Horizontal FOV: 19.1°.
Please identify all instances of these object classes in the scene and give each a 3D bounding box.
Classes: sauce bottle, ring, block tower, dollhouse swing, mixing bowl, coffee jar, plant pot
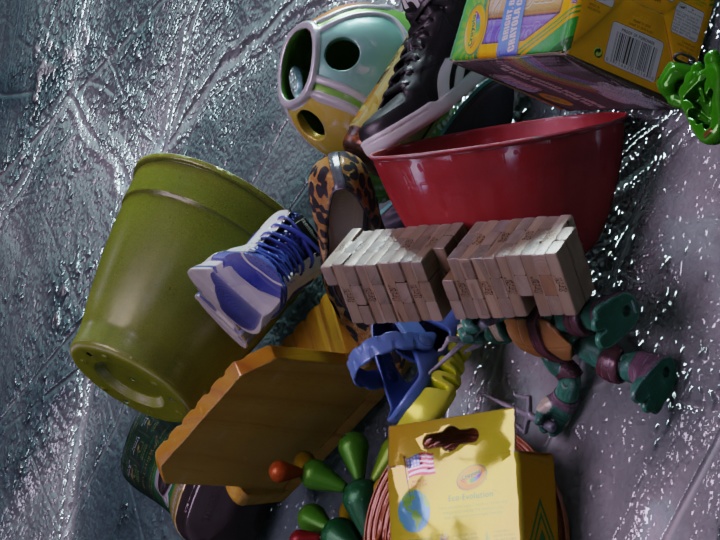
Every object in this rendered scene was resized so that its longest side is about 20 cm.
[{"bbox_3d":[0.060,-0.172,1.825,0.200,0.066,0.066,-57,27,-13],"label":"sauce bottle"},{"bbox_3d":[0.076,0.215,1.666,0.200,0.019,0.201,-9,76,39],"label":"ring"},{"bbox_3d":[0.072,0.001,1.554,0.199,0.058,0.054,-2,32,34],"label":"block tower"},{"bbox_3d":[-0.089,0.087,1.884,0.200,0.175,0.182,-48,39,29],"label":"dollhouse swing"},{"bbox_3d":[0.114,-0.053,1.637,0.200,0.200,0.109,3,105,60],"label":"mixing bowl"},{"bbox_3d":[-0.157,0.197,2.069,0.200,0.085,0.105,33,103,60],"label":"coffee jar"},{"bbox_3d":[-0.167,0.029,1.981,0.200,0.200,0.193,-12,45,58],"label":"plant pot"}]

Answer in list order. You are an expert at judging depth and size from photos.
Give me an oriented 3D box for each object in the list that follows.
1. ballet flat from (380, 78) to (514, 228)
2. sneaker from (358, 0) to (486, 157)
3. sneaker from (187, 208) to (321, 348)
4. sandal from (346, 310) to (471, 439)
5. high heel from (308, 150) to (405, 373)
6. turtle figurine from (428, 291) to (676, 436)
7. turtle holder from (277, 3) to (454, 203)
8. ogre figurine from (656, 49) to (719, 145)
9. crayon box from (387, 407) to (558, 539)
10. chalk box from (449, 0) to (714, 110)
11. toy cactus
[{"bbox_3d":[0.080,-0.072,1.804,0.200,0.073,0.073,-50,38,28],"label":"ballet flat"},{"bbox_3d":[0.046,-0.184,1.749,0.200,0.112,0.073,-40,7,-31],"label":"sneaker"},{"bbox_3d":[-0.081,-0.006,1.821,0.115,0.081,0.199,-47,-1,-10],"label":"sneaker"},{"bbox_3d":[0.047,0.050,1.731,0.080,0.087,0.200,-54,6,35],"label":"sandal"},{"bbox_3d":[0.000,0.000,1.749,0.143,0.071,0.201,-81,-24,-84],"label":"high heel"},{"bbox_3d":[0.136,0.054,1.596,0.200,0.150,0.101,1,61,52],"label":"turtle figurine"},{"bbox_3d":[-0.007,-0.149,1.908,0.141,0.131,0.186,24,99,59],"label":"turtle holder"},{"bbox_3d":[0.286,-0.087,1.395,0.200,0.120,0.098,2,75,58],"label":"ogre figurine"},{"bbox_3d":[0.086,0.210,1.614,0.127,0.051,0.201,-11,76,38],"label":"crayon box"},{"bbox_3d":[0.160,-0.199,1.644,0.200,0.124,0.124,8,80,59],"label":"chalk box"},{"bbox_3d":[0.001,0.212,1.804,0.200,0.102,0.166,-29,63,42],"label":"toy cactus"}]
